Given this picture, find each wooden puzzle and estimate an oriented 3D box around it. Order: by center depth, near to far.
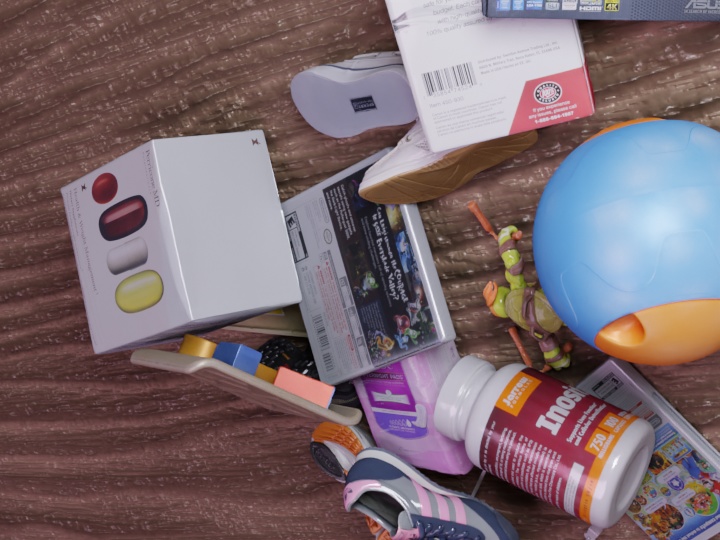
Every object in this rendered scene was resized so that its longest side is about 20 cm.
[{"bbox_3d":[-0.117,0.109,1.492,0.199,0.047,0.185,21,171,-27],"label":"wooden puzzle"}]

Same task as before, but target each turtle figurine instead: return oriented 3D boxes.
[{"bbox_3d":[0.176,0.024,1.364,0.161,0.064,0.201,-2,119,41],"label":"turtle figurine"}]

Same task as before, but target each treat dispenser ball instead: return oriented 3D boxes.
[{"bbox_3d":[0.240,-0.023,1.169,0.200,0.201,0.202,22,133,26],"label":"treat dispenser ball"}]

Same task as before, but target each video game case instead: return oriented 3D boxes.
[{"bbox_3d":[0.284,0.188,1.432,0.200,0.018,0.143,45,138,4],"label":"video game case"},{"bbox_3d":[0.000,0.000,1.459,0.181,0.023,0.201,-24,78,42],"label":"video game case"}]

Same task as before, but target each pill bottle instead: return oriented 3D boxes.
[{"bbox_3d":[0.176,0.161,1.405,0.199,0.113,0.113,24,133,25],"label":"pill bottle"}]

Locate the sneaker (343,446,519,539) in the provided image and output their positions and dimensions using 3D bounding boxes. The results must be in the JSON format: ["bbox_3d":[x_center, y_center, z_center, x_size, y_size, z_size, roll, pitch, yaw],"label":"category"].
[{"bbox_3d":[0.071,0.269,1.523,0.199,0.082,0.070,26,129,4],"label":"sneaker"}]

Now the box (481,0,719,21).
[{"bbox_3d":[0.191,-0.268,1.072,0.199,0.051,0.158,2,123,4],"label":"box"}]

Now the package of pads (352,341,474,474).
[{"bbox_3d":[0.054,0.118,1.532,0.120,0.076,0.201,1,120,41],"label":"package of pads"}]

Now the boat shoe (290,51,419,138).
[{"bbox_3d":[0.012,-0.170,1.360,0.199,0.065,0.074,11,127,50],"label":"boat shoe"}]

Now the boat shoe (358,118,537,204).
[{"bbox_3d":[0.078,-0.120,1.341,0.199,0.071,0.070,-23,65,36],"label":"boat shoe"}]

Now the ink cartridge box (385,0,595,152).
[{"bbox_3d":[0.102,-0.217,1.191,0.146,0.083,0.201,-12,115,12],"label":"ink cartridge box"}]

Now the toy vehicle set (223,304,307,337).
[{"bbox_3d":[-0.112,0.013,1.632,0.199,0.027,0.125,4,122,39],"label":"toy vehicle set"}]

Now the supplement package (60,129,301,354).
[{"bbox_3d":[-0.195,-0.028,1.533,0.200,0.147,0.192,-19,83,48],"label":"supplement package"}]

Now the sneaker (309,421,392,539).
[{"bbox_3d":[0.033,0.246,1.636,0.076,0.092,0.200,-44,74,17],"label":"sneaker"}]

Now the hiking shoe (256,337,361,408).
[{"bbox_3d":[-0.065,0.135,1.646,0.101,0.076,0.200,51,153,-22],"label":"hiking shoe"}]

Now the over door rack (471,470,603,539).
[{"bbox_3d":[0.169,0.291,1.572,0.147,0.067,0.201,35,137,14],"label":"over door rack"}]
